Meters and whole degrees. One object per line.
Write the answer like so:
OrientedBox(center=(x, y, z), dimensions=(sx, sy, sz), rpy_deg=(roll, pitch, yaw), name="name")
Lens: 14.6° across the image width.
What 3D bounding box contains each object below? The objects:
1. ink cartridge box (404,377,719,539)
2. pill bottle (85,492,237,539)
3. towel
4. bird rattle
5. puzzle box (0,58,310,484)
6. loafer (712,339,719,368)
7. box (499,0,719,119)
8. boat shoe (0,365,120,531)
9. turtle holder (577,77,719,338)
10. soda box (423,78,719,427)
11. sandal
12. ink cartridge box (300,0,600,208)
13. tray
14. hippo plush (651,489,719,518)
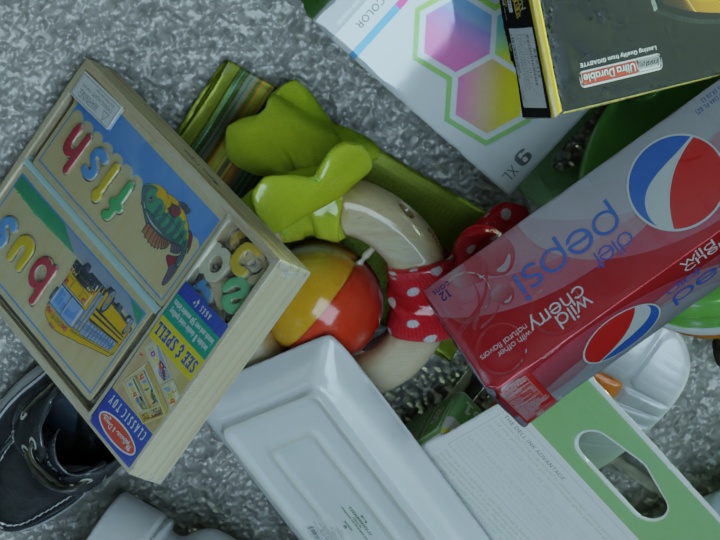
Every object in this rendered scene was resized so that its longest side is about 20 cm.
OrientedBox(center=(0.094, 0.127, 1.509), dimensions=(0.200, 0.048, 0.146), rpy_deg=(-34, 106, 34), name="ink cartridge box")
OrientedBox(center=(-0.068, 0.211, 1.515), dimensions=(0.199, 0.114, 0.115), rpy_deg=(31, 103, 4), name="pill bottle")
OrientedBox(center=(-0.012, -0.030, 1.514), dimensions=(0.199, 0.018, 0.086), rpy_deg=(29, 103, -17), name="towel")
OrientedBox(center=(0.000, 0.000, 1.482), dimensions=(0.200, 0.113, 0.163), rpy_deg=(33, 119, -21), name="bird rattle")
OrientedBox(center=(-0.121, -0.003, 1.419), dimensions=(0.025, 0.200, 0.133), rpy_deg=(23, 106, -47), name="puzzle box")
OrientedBox(center=(0.283, -0.005, 1.538), dimensions=(0.199, 0.073, 0.071), rpy_deg=(-22, 112, -1), name="loafer")
OrientedBox(center=(0.159, -0.173, 1.374), dimensions=(0.199, 0.049, 0.161), rpy_deg=(-14, 96, -19), name="box")
OrientedBox(center=(-0.146, 0.083, 1.477), dimensions=(0.070, 0.066, 0.200), rpy_deg=(39, 120, -15), name="boat shoe")
OrientedBox(center=(0.188, -0.053, 1.477), dimensions=(0.140, 0.132, 0.186), rpy_deg=(-12, 68, 15), name="turtle holder")
OrientedBox(center=(0.134, -0.013, 1.374), dimensions=(0.200, 0.070, 0.063), rpy_deg=(-36, 155, 4), name="soda box")
OrientedBox(center=(0.100, 0.082, 1.554), dimensions=(0.079, 0.059, 0.207), rpy_deg=(37, 122, -10), name="sandal")
OrientedBox(center=(0.075, -0.113, 1.476), dimensions=(0.200, 0.059, 0.104), rpy_deg=(41, 97, -20), name="ink cartridge box")
OrientedBox(center=(-0.001, 0.129, 1.506), dimensions=(0.107, 0.022, 0.200), rpy_deg=(-22, 114, 36), name="tray")
OrientedBox(center=(0.249, 0.192, 1.536), dimensions=(0.159, 0.161, 0.200), rpy_deg=(36, 116, -29), name="hippo plush")
